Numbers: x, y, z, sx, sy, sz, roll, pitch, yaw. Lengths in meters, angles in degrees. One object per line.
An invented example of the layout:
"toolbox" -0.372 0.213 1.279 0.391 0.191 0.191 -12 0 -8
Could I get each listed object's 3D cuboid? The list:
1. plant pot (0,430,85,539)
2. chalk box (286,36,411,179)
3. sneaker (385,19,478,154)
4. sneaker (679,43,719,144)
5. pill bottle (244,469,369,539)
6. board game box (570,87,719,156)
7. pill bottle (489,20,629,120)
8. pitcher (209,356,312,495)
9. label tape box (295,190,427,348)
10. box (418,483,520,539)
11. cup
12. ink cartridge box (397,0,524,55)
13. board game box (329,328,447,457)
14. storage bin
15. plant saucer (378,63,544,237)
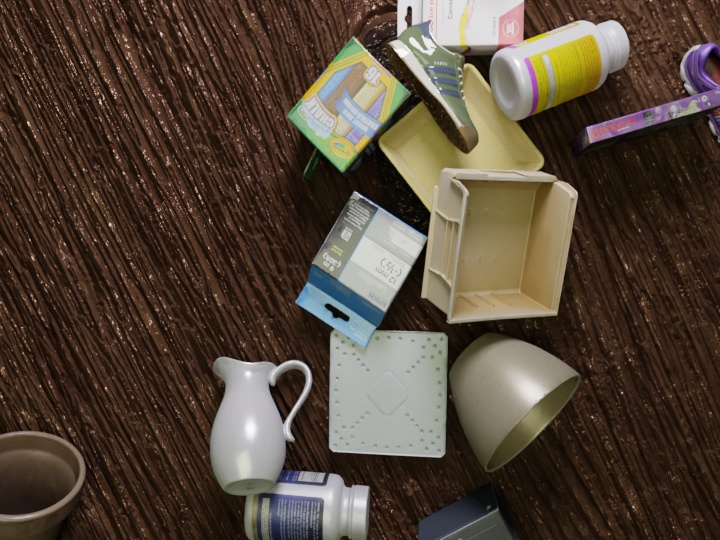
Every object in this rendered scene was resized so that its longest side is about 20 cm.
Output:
"plant pot" -0.571 0.405 1.136 0.195 0.201 0.179 18 113 4
"chalk box" -0.028 -0.231 1.056 0.124 0.125 0.200 44 96 1
"sneaker" 0.130 -0.281 1.005 0.089 0.067 0.202 -39 93 -7
"sneaker" 0.558 -0.252 1.014 0.080 0.083 0.201 -41 90 7
"pill bottle" -0.084 0.390 1.108 0.193 0.111 0.115 3 94 6
"board game box" 0.423 -0.219 1.012 0.194 0.120 0.033 -15 93 6
"pill bottle" 0.300 -0.307 1.015 0.195 0.104 0.107 -22 92 -10
"pitcher" -0.156 0.241 1.083 0.166 0.123 0.205 -6 57 -1
"label tape box" 0.000 0.000 1.085 0.141 0.066 0.203 31 86 3
"box" 0.199 0.481 1.088 0.146 0.107 0.204 -28 91 7
"cup" 0.217 0.183 1.040 0.201 0.199 0.143 -48 61 6
"ink cartridge box" 0.153 -0.402 1.054 0.193 0.067 0.121 0 94 6
"board game box" 0.046 0.201 1.126 0.193 0.026 0.207 1 94 6
"storage bin" 0.204 -0.040 1.000 0.194 0.094 0.205 -2 108 -24
"plant saucer" 0.155 -0.181 1.060 0.199 0.048 0.201 -40 91 -7
